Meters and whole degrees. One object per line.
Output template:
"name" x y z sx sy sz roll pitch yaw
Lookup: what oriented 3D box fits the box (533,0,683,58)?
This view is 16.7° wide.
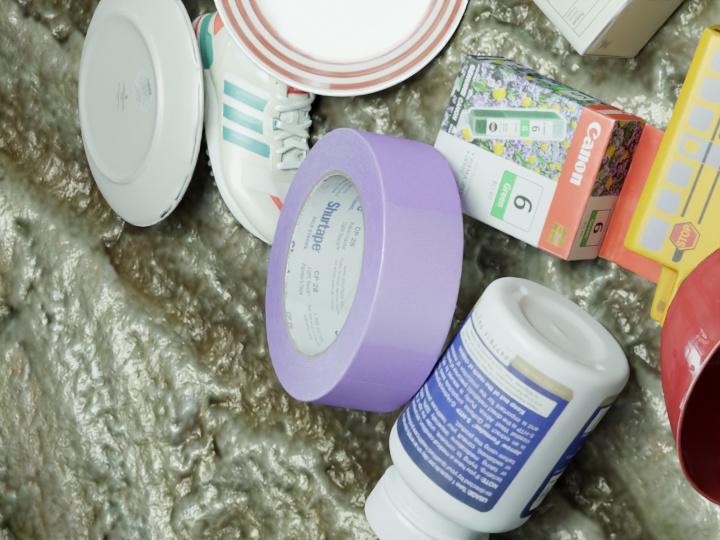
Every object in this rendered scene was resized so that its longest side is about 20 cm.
"box" 0.140 -0.249 1.717 0.095 0.078 0.200 -48 67 26

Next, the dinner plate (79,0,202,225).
"dinner plate" -0.180 -0.135 1.920 0.200 0.024 0.201 8 99 55

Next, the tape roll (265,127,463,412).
"tape roll" 0.000 0.000 1.773 0.200 0.066 0.201 -35 50 56

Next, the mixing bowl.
"mixing bowl" 0.272 0.047 1.595 0.200 0.200 0.108 -57 37 22

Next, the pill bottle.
"pill bottle" 0.091 0.116 1.742 0.120 0.120 0.200 44 114 24

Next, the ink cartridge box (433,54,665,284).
"ink cartridge box" 0.147 -0.069 1.737 0.200 0.050 0.109 27 107 31

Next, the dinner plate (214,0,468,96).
"dinner plate" -0.014 -0.231 1.822 0.200 0.024 0.201 1 98 9

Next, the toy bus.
"toy bus" 0.237 -0.059 1.656 0.078 0.065 0.200 23 105 12

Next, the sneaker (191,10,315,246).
"sneaker" -0.067 -0.118 1.867 0.093 0.070 0.200 -25 76 38
